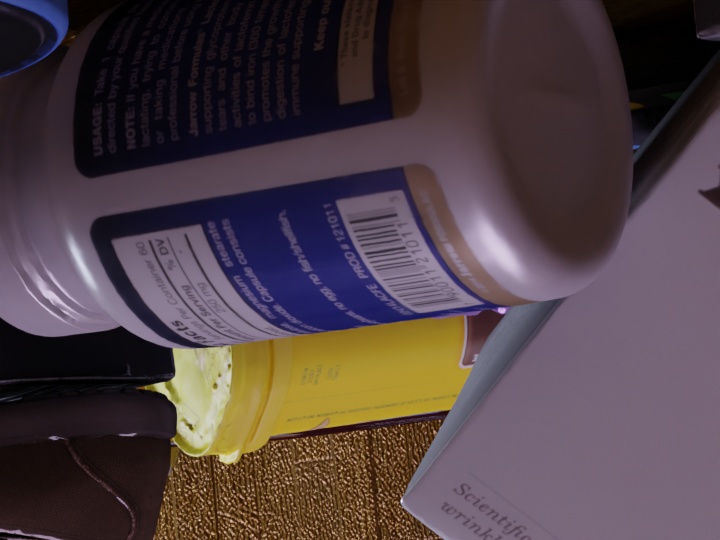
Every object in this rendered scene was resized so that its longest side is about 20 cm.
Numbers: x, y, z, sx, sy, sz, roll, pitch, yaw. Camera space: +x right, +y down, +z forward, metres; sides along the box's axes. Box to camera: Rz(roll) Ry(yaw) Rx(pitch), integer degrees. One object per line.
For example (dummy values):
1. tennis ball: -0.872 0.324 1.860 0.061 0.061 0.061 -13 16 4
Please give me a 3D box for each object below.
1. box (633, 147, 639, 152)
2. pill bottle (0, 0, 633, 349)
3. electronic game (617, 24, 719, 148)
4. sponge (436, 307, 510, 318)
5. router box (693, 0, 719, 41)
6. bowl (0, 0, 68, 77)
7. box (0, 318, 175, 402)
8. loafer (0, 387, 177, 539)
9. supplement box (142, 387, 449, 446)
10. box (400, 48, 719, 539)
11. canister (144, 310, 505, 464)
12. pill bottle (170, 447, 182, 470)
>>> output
1. box: 0.202 -0.013 0.939 0.199 0.102 0.112 -16 168 24
2. pill bottle: -0.026 -0.037 0.746 0.199 0.116 0.116 -8 174 31
3. electronic game: 0.156 -0.071 0.985 0.199 0.042 0.200 -5 174 -1
4. sponge: -0.004 -0.025 0.955 0.200 0.112 0.030 -1 130 -37
5. router box: 0.211 -0.100 0.656 0.149 0.051 0.200 1 172 -39
6. bowl: -0.171 -0.072 0.623 0.200 0.040 0.201 -6 175 -1
7. box: -0.209 -0.001 0.886 0.198 0.124 0.200 0 171 -43
8. loafer: -0.162 0.085 0.843 0.199 0.071 0.073 -7 173 -2
9. supplement box: -0.033 0.018 1.248 0.197 0.133 0.200 -10 174 35
10. box: 0.156 0.044 0.824 0.200 0.199 0.131 -53 180 30
11. canister: 0.000 0.000 1.045 0.199 0.149 0.087 -6 137 -30
12. pill bottle: -0.142 0.063 1.368 0.112 0.112 0.200 -8 -150 26
